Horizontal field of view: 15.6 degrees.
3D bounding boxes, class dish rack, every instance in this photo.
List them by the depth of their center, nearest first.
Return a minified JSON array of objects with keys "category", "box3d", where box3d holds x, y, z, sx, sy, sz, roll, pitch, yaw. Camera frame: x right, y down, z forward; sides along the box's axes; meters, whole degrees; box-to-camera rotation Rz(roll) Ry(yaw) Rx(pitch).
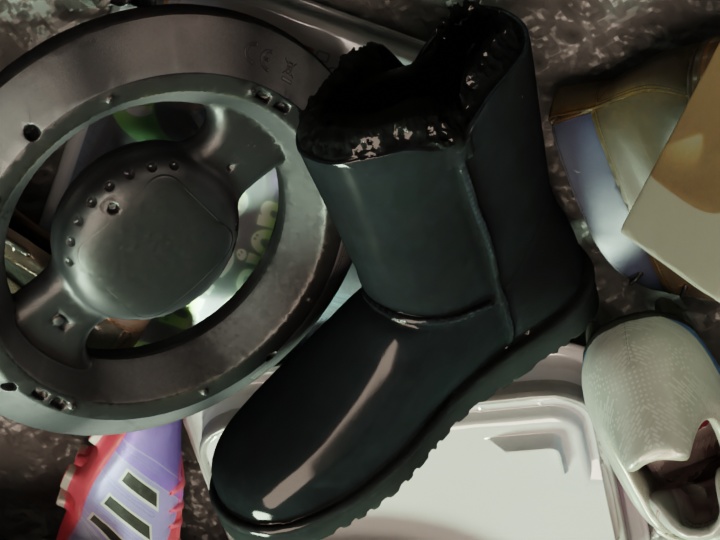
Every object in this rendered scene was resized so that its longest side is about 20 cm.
[{"category":"dish rack","box3d":[0.027,0.108,1.198,0.198,0.044,0.172,-6,135,10]}]

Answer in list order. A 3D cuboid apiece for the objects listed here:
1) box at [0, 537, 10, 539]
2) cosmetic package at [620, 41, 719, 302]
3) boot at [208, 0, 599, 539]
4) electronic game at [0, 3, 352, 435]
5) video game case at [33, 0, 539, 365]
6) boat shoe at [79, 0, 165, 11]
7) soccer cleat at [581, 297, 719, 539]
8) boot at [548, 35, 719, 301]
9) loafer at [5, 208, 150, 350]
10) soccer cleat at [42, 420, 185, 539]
[{"category":"box","box3d":[-0.207,0.227,1.237,0.199,0.124,0.198,11,128,30]},{"category":"cosmetic package","box3d":[0.195,-0.075,0.994,0.105,0.071,0.201,22,101,-37]},{"category":"boot","box3d":[0.000,0.000,1.059,0.200,0.076,0.169,-35,135,-11]},{"category":"electronic game","box3d":[-0.089,-0.017,1.079,0.199,0.042,0.201,-13,127,-19]},{"category":"video game case","box3d":[-0.042,-0.027,1.144,0.181,0.023,0.201,19,124,-7]},{"category":"boat shoe","box3d":[-0.095,-0.134,1.042,0.199,0.072,0.068,-10,101,5]},{"category":"soccer cleat","box3d":[0.145,0.092,1.136,0.069,0.087,0.200,-20,144,17]},{"category":"boot","box3d":[0.157,-0.015,1.116,0.096,0.075,0.201,-6,127,33]},{"category":"loafer","box3d":[-0.172,-0.030,1.126,0.063,0.072,0.200,-40,102,17]},{"category":"soccer cleat","box3d":[-0.107,0.120,1.222,0.076,0.067,0.201,23,131,-4]}]
